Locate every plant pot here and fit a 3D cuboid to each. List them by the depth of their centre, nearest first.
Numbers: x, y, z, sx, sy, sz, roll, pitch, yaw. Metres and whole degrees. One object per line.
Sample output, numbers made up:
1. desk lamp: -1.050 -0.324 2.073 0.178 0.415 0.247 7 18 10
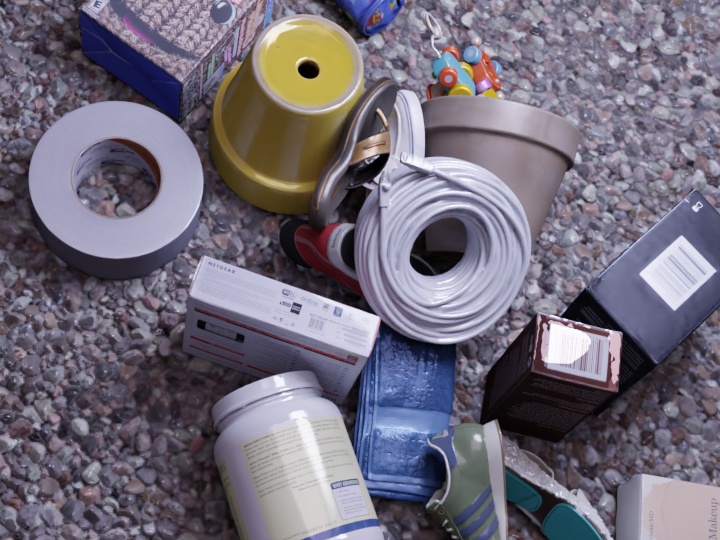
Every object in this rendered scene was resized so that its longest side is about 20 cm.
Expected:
1. plant pot: -0.075 -0.194 1.409 0.198 0.189 0.203 4 68 -10
2. plant pot: 0.152 -0.094 1.428 0.198 0.200 0.176 11 82 -6

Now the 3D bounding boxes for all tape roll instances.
1. tape roll: -0.284 -0.094 1.394 0.198 0.066 0.203 4 68 -10

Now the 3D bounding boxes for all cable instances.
1. cable: 0.087 -0.023 1.306 0.198 0.069 0.202 11 103 -19

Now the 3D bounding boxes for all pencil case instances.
1. pencil case: -0.021 -0.406 1.566 0.087 0.078 0.201 -37 79 1

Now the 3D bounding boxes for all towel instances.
1. towel: 0.050 0.157 1.347 0.110 0.049 0.203 9 77 -9

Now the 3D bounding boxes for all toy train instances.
1. toy train: 0.125 -0.240 1.494 0.055 0.199 0.152 -32 66 25

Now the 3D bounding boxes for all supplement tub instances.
1. supplement tub: -0.071 0.223 1.261 0.143 0.145 0.202 -15 71 -17

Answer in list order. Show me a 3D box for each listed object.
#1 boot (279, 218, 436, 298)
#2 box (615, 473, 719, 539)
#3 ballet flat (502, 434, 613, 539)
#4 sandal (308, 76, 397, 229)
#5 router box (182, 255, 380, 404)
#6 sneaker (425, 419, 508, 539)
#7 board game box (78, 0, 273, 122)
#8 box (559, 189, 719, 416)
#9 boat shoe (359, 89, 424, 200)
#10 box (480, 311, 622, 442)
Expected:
1. boot: 0.000 0.000 1.410 0.199 0.144 0.073 37 74 -36
2. box: 0.396 0.299 1.358 0.197 0.078 0.096 10 67 -7
3. ballet flat: 0.216 0.255 1.350 0.199 0.072 0.072 40 66 6
4. sandal: 0.002 -0.126 1.338 0.054 0.082 0.201 21 61 12
5. router box: -0.093 0.070 1.301 0.198 0.180 0.049 19 66 -3
6. sneaker: 0.116 0.265 1.306 0.089 0.067 0.203 -4 95 2
7. board game box: -0.225 -0.318 1.480 0.159 0.097 0.201 34 66 4
8. box: 0.329 0.041 1.384 0.196 0.200 0.118 -38 78 -22
9. boat shoe: 0.030 -0.113 1.419 0.069 0.071 0.203 0 106 -22
10. box: 0.209 0.123 1.327 0.099 0.200 0.076 14 63 -6
